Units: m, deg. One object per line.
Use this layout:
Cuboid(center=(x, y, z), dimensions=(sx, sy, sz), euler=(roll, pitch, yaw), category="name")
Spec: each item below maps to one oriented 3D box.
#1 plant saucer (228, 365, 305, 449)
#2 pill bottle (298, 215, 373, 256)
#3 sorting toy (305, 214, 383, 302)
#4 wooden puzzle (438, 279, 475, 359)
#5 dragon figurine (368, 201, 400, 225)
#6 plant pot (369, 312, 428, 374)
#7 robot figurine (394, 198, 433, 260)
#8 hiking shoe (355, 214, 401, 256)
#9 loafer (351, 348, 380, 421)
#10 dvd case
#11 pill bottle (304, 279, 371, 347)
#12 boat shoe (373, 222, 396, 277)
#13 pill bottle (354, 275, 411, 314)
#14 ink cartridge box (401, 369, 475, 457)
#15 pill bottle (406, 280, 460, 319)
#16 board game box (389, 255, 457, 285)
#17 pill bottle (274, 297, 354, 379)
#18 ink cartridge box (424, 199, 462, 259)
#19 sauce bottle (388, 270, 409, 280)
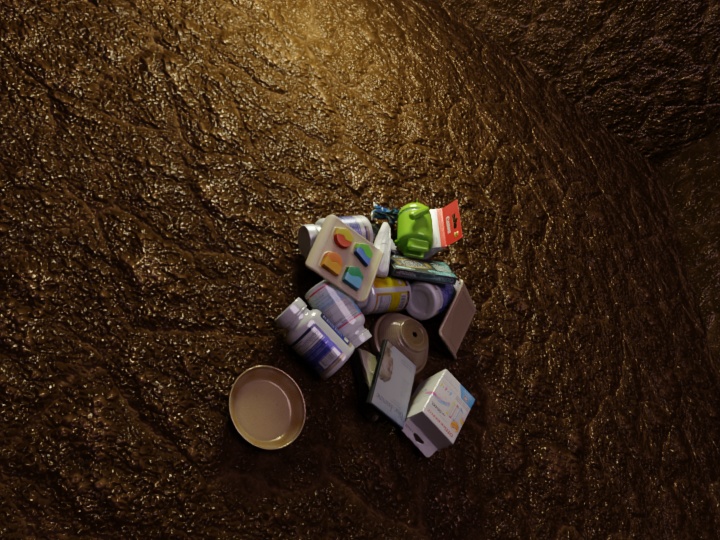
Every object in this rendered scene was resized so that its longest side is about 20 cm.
Cuboid(center=(-0.226, 0.328, 1.369), dimensions=(0.199, 0.035, 0.202), euler=(20, 53, -28), category="plant saucer")
Cuboid(center=(-0.075, -0.095, 1.683), dimensions=(0.199, 0.120, 0.121), euler=(-7, 66, -30), category="pill bottle")
Cuboid(center=(-0.036, -0.035, 1.578), dimensions=(0.199, 0.036, 0.186), euler=(33, 57, -18), category="sorting toy")
Cuboid(center=(0.299, 0.153, 1.793), dimensions=(0.201, 0.037, 0.185), euler=(-65, 147, -21), category="wooden puzzle")
Cuboid(center=(0.083, -0.184, 1.875), dimensions=(0.099, 0.059, 0.200), euler=(15, 7, 4), category="dragon figurine")
Cuboid(center=(0.133, 0.205, 1.688), dimensions=(0.200, 0.093, 0.202), euler=(20, 51, -27), category="plant pot")
Cuboid(center=(0.176, -0.132, 1.856), dimensions=(0.115, 0.176, 0.201), euler=(9, 56, -9), category="robot figurine")
Cuboid(center=(0.059, -0.104, 1.840), dimensions=(0.199, 0.076, 0.101), euler=(35, 50, -13), category="hiking shoe")
Cuboid(center=(0.031, 0.305, 1.555), dimensions=(0.068, 0.076, 0.201), euler=(3, 60, -29), category="loafer")
Cuboid(center=(0.087, 0.304, 1.545), dimensions=(0.143, 0.017, 0.201), euler=(44, 45, -29), category="dvd case")
Cuboid(center=(-0.057, 0.121, 1.582), dimensions=(0.108, 0.109, 0.201), euler=(-30, 83, -45), category="pill bottle")
Cuboid(center=(0.072, -0.061, 1.723), dimensions=(0.068, 0.072, 0.201), euler=(19, 45, -5), category="boat shoe")
Cuboid(center=(0.047, 0.072, 1.694), dimensions=(0.199, 0.109, 0.110), euler=(-2, 64, -39), category="pill bottle")
Cuboid(center=(0.204, 0.401, 1.591), dimensions=(0.129, 0.125, 0.200), euler=(46, 44, -4), category="ink cartridge box")
Cuboid(center=(0.234, 0.077, 1.809), dimensions=(0.199, 0.119, 0.120), euler=(-15, 72, -53), category="pill bottle")
Cuboid(center=(0.182, -0.004, 1.754), dimensions=(0.198, 0.028, 0.135), euler=(9, 19, -11), category="board game box")
Cuboid(center=(-0.123, 0.172, 1.491), dimensions=(0.200, 0.120, 0.120), euler=(47, 45, -3), category="pill bottle")
Cuboid(center=(0.242, -0.136, 1.914), dimensions=(0.050, 0.200, 0.162), euler=(23, 49, -34), category="ink cartridge box")
Cuboid(center=(0.156, 0.000, 1.856), dimensions=(0.199, 0.065, 0.065), euler=(-8, 68, -40), category="sauce bottle")
